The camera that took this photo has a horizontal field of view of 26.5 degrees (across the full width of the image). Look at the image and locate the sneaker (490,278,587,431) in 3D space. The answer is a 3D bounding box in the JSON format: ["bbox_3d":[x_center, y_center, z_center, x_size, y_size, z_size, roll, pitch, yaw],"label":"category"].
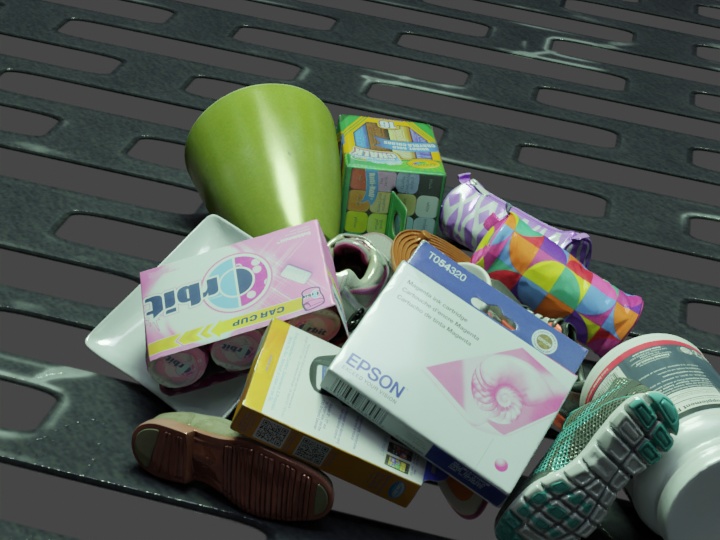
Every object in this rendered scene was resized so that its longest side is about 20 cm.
[{"bbox_3d":[0.191,0.073,1.594,0.077,0.082,0.201,13,37,-45],"label":"sneaker"}]

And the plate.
[{"bbox_3d":[-0.149,0.055,1.556,0.199,0.032,0.200,30,66,34],"label":"plate"}]

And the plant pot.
[{"bbox_3d":[-0.094,-0.081,1.773,0.185,0.188,0.201,-2,44,-20],"label":"plant pot"}]

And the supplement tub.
[{"bbox_3d":[0.303,0.165,1.442,0.139,0.141,0.200,0,29,-17],"label":"supplement tub"}]

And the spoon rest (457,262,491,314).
[{"bbox_3d":[0.091,0.065,1.483,0.099,0.061,0.201,-23,43,13],"label":"spoon rest"}]

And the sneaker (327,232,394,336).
[{"bbox_3d":[0.000,0.000,1.627,0.081,0.089,0.200,14,28,9],"label":"sneaker"}]

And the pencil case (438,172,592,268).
[{"bbox_3d":[0.187,-0.045,1.857,0.199,0.086,0.084,31,25,33],"label":"pencil case"}]

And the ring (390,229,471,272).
[{"bbox_3d":[0.113,0.029,1.663,0.200,0.019,0.201,33,28,-20],"label":"ring"}]

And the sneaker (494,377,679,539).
[{"bbox_3d":[0.199,0.175,1.384,0.078,0.200,0.091,46,7,-20],"label":"sneaker"}]

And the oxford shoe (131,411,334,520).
[{"bbox_3d":[-0.107,0.168,1.396,0.199,0.071,0.074,19,24,17],"label":"oxford shoe"}]

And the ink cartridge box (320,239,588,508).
[{"bbox_3d":[0.094,0.082,1.397,0.196,0.043,0.200,33,58,4],"label":"ink cartridge box"}]

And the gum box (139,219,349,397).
[{"bbox_3d":[-0.119,0.038,1.495,0.198,0.066,0.114,-17,49,4],"label":"gum box"}]

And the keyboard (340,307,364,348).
[{"bbox_3d":[-0.002,0.087,1.501,0.200,0.021,0.127,-45,33,-9],"label":"keyboard"}]

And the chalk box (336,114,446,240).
[{"bbox_3d":[0.031,-0.090,1.854,0.123,0.126,0.200,5,27,-6],"label":"chalk box"}]

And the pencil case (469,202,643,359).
[{"bbox_3d":[0.215,0.013,1.695,0.199,0.089,0.088,36,30,-2],"label":"pencil case"}]

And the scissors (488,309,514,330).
[{"bbox_3d":[0.144,0.053,1.576,0.014,0.073,0.201,27,32,-54],"label":"scissors"}]

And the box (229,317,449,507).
[{"bbox_3d":[-0.010,0.132,1.384,0.199,0.042,0.119,27,40,-8],"label":"box"}]

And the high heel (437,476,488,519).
[{"bbox_3d":[0.112,0.172,1.489,0.067,0.096,0.201,-23,43,13],"label":"high heel"}]
